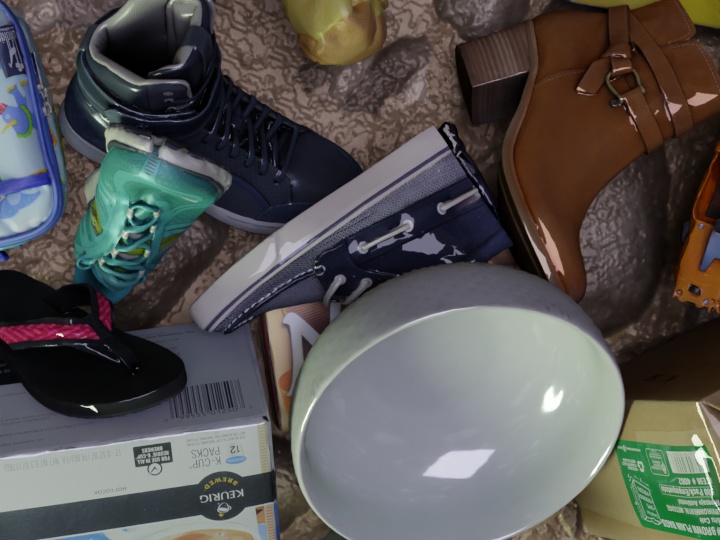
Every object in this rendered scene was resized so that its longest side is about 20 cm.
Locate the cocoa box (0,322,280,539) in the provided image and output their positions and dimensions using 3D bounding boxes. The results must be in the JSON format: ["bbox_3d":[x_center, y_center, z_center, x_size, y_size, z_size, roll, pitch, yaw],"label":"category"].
[{"bbox_3d":[-0.152,0.125,0.898,0.198,0.134,0.133,-7,116,-8],"label":"cocoa box"}]

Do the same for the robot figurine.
[{"bbox_3d":[0.257,-0.074,0.965,0.058,0.145,0.202,23,102,12],"label":"robot figurine"}]

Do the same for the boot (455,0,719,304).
[{"bbox_3d":[0.155,-0.077,0.938,0.154,0.077,0.202,-13,61,-2],"label":"boot"}]

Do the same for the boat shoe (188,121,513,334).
[{"bbox_3d":[0.000,0.000,0.904,0.199,0.075,0.093,-35,88,-8],"label":"boat shoe"}]

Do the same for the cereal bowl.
[{"bbox_3d":[0.051,0.071,0.885,0.198,0.084,0.201,-8,131,-9],"label":"cereal bowl"}]

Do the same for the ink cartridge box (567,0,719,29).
[{"bbox_3d":[0.193,-0.267,0.973,0.198,0.047,0.200,7,105,-12],"label":"ink cartridge box"}]

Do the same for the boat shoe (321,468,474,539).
[{"bbox_3d":[0.055,0.168,0.980,0.199,0.071,0.064,-28,96,-8],"label":"boat shoe"}]

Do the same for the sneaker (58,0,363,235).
[{"bbox_3d":[-0.078,-0.093,0.902,0.200,0.146,0.078,17,64,-10],"label":"sneaker"}]

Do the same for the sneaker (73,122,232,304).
[{"bbox_3d":[-0.128,-0.027,0.874,0.077,0.200,0.080,22,70,-11],"label":"sneaker"}]

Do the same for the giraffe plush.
[{"bbox_3d":[-0.075,-0.218,0.905,0.160,0.173,0.202,-6,99,8],"label":"giraffe plush"}]

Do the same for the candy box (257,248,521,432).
[{"bbox_3d":[0.033,0.029,0.975,0.198,0.055,0.117,-9,92,-8],"label":"candy box"}]

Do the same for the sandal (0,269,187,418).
[{"bbox_3d":[-0.181,0.032,0.881,0.075,0.199,0.045,-27,128,-39],"label":"sandal"}]

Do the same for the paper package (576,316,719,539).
[{"bbox_3d":[0.243,0.093,0.924,0.189,0.200,0.104,-23,94,-19],"label":"paper package"}]

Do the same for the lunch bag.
[{"bbox_3d":[-0.281,-0.074,0.908,0.198,0.082,0.163,-12,97,-6],"label":"lunch bag"}]
